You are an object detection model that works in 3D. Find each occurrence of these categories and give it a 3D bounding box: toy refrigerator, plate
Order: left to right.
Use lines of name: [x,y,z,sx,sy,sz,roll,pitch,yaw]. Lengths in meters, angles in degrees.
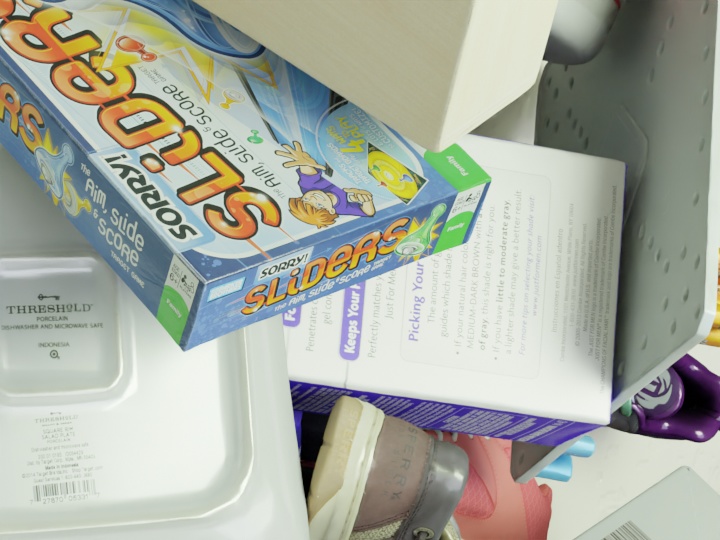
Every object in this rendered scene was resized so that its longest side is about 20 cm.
plate: [-0.114,0.022,1.006,0.198,0.032,0.202,-2,81,-23]
toy refrigerator: [-0.024,-0.132,0.997,0.070,0.199,0.076,-35,149,-42]

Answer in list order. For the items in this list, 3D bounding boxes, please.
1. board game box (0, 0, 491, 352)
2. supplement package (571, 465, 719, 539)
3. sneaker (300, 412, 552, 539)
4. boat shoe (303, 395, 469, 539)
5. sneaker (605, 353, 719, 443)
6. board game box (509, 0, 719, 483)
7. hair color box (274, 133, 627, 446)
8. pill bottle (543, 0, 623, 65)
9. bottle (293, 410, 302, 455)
board game box: [-0.067,-0.066,1.007,0.135,0.200,0.035,-21,146,-38]
supplement package: [0.112,0.225,1.241,0.151,0.151,0.201,-26,153,-45]
sneaker: [0.028,0.090,1.252,0.200,0.073,0.087,47,60,-49]
boat shoe: [0.009,0.115,1.126,0.200,0.064,0.072,96,13,-60]
sneaker: [0.098,0.031,1.273,0.199,0.087,0.075,21,89,-46]
board game box: [0.114,-0.032,1.155,0.026,0.200,0.201,12,66,-14]
hair color box: [0.000,0.000,1.103,0.199,0.065,0.110,9,76,-16]
pill bottle: [0.086,-0.197,1.166,0.112,0.112,0.201,28,84,-45]
bottle: [-0.066,0.136,1.166,0.083,0.065,0.202,-17,116,-46]
